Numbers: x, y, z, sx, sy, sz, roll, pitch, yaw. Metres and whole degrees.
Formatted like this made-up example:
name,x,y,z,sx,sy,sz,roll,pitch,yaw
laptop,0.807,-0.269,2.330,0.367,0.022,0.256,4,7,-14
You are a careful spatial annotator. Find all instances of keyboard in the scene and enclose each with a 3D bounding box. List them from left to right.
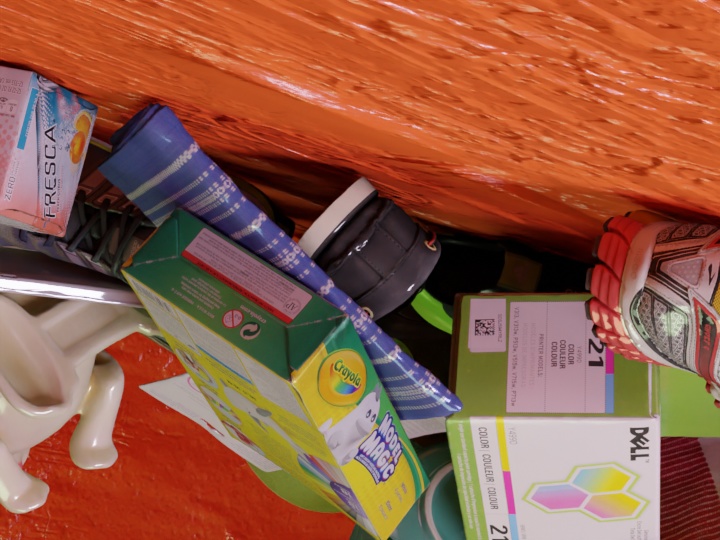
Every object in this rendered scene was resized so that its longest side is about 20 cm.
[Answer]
name,x,y,z,sx,sy,sz,roll,pitch,yaw
keyboard,-0.121,0.008,0.993,0.199,0.011,0.056,8,-165,-26

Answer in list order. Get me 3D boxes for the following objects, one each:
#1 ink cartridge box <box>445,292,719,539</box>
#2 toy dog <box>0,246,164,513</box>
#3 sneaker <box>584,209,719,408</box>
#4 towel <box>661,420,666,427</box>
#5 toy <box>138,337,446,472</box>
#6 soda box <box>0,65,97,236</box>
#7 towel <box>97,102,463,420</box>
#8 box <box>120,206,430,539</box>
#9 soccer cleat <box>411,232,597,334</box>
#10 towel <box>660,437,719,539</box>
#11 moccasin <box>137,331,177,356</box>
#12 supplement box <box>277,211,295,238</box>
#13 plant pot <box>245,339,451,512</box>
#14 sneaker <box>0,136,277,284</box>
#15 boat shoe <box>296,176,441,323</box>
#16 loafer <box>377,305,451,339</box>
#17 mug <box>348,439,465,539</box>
name,x,y,z,sx,sy,sz,roll,pitch,yaw
ink cartridge box,0.149,0.080,0.905,0.199,0.076,0.148,0,145,10
toy dog,-0.226,0.056,1.057,0.194,0.140,0.200,40,135,2
sneaker,0.185,0.032,0.769,0.199,0.078,0.082,18,173,-42
towel,0.099,0.083,1.063,0.086,0.018,0.200,16,167,-16
toy,-0.037,0.071,1.127,0.115,0.047,0.200,38,149,-26
soda box,-0.229,-0.070,0.853,0.199,0.069,0.064,12,175,21
towel,-0.043,-0.001,0.869,0.200,0.024,0.145,44,165,-9
box,-0.034,0.062,0.890,0.117,0.048,0.200,32,159,30
soccer cleat,0.110,0.021,0.986,0.199,0.068,0.081,13,163,24
towel,0.223,0.113,0.977,0.199,0.023,0.144,-17,-148,7
moccasin,-0.164,-0.005,1.306,0.201,0.074,0.078,31,-166,-15
supplement box,-0.155,-0.019,1.145,0.199,0.086,0.110,13,175,11
plant pot,0.035,0.071,1.254,0.187,0.188,0.200,17,161,-35
sneaker,-0.134,-0.029,0.961,0.199,0.074,0.081,8,-162,-17
boat shoe,-0.002,0.002,0.944,0.063,0.074,0.201,43,172,0
loafer,0.089,0.034,1.129,0.199,0.073,0.073,13,175,3
mug,0.055,0.178,1.132,0.184,0.152,0.115,20,139,1
